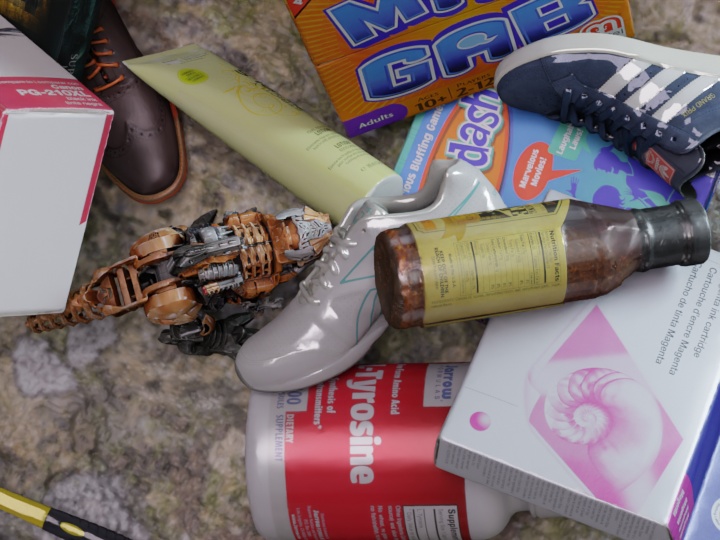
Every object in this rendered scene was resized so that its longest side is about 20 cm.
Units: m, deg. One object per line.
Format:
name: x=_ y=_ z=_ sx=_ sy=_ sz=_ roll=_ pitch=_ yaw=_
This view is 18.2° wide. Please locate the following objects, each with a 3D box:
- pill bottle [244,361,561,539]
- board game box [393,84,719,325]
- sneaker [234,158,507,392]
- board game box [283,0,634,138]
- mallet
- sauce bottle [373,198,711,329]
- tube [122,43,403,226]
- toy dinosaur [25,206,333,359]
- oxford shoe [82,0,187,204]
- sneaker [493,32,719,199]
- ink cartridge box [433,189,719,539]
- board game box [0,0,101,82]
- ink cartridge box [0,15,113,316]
pill bottle: x=0.033 y=0.114 z=1.416 sx=0.199 sy=0.112 sz=0.113 roll=-2 pitch=81 yaw=7
board game box: x=0.116 y=-0.032 z=1.462 sx=0.199 sy=0.045 sz=0.153 roll=20 pitch=84 yaw=11
sneaker: x=0.000 y=0.000 z=1.387 sx=0.200 sy=0.070 sz=0.080 roll=-34 pitch=120 yaw=1
board game box: x=0.038 y=-0.241 z=1.406 sx=0.199 sy=0.200 sz=0.201 roll=-19 pitch=63 yaw=4
mallet: x=-0.218 y=0.170 z=1.483 sx=0.200 sy=0.041 sz=0.066 roll=29 pitch=85 yaw=7
sauce bottle: x=0.109 y=-0.009 z=1.341 sx=0.199 sy=0.066 sz=0.066 roll=-8 pitch=79 yaw=-14
tube: x=-0.062 y=-0.093 z=1.466 sx=0.200 sy=0.058 sz=0.052 roll=36 pitch=80 yaw=24
toy dinosaur: x=-0.113 y=-0.001 z=1.443 sx=0.199 sy=0.136 sz=0.103 roll=5 pitch=82 yaw=8
oxford shoe: x=-0.179 y=-0.136 z=1.506 sx=0.071 sy=0.073 sz=0.200 roll=-29 pitch=78 yaw=2
sneaker: x=0.180 y=-0.091 z=1.403 sx=0.199 sy=0.075 sz=0.085 roll=6 pitch=67 yaw=7
ink cartridge box: x=0.171 y=0.066 z=1.358 sx=0.199 sy=0.043 sz=0.197 roll=20 pitch=59 yaw=10
board game box: x=-0.217 y=-0.198 z=1.470 sx=0.135 sy=0.028 sz=0.201 roll=39 pitch=122 yaw=36
ink cartridge box: x=-0.255 y=-0.081 z=1.433 sx=0.200 sy=0.084 sz=0.145 roll=40 pitch=122 yaw=42
